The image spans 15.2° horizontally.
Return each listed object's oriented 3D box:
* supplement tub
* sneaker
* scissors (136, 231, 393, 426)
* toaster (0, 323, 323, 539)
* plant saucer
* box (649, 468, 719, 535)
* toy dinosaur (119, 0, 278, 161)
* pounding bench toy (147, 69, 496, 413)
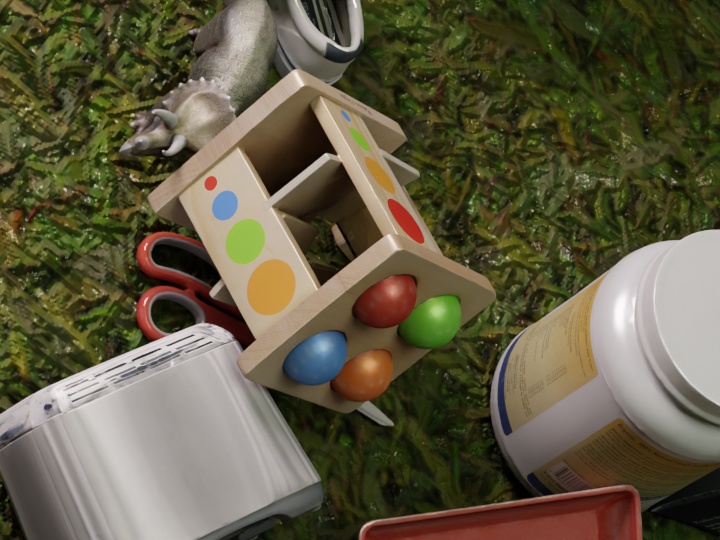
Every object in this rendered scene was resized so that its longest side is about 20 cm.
[{"bbox_3d":[0.187,0.067,1.726,0.144,0.200,0.145,11,64,-24],"label":"supplement tub"},{"bbox_3d":[-0.039,-0.220,1.754,0.073,0.071,0.201,-17,85,-35],"label":"sneaker"},{"bbox_3d":[-0.056,0.036,1.701,0.199,0.014,0.073,22,63,-24],"label":"scissors"},{"bbox_3d":[-0.128,0.118,1.573,0.199,0.114,0.130,-23,85,-35],"label":"toaster"},{"bbox_3d":[0.086,0.241,1.682,0.199,0.037,0.201,-5,95,-25],"label":"plant saucer"},{"bbox_3d":[0.311,0.116,1.860,0.199,0.104,0.149,21,65,-26],"label":"box"},{"bbox_3d":[-0.084,-0.122,1.678,0.077,0.102,0.200,39,59,-17],"label":"toy dinosaur"},{"bbox_3d":[0.000,0.000,1.640,0.200,0.124,0.156,24,32,-57],"label":"pounding bench toy"}]
